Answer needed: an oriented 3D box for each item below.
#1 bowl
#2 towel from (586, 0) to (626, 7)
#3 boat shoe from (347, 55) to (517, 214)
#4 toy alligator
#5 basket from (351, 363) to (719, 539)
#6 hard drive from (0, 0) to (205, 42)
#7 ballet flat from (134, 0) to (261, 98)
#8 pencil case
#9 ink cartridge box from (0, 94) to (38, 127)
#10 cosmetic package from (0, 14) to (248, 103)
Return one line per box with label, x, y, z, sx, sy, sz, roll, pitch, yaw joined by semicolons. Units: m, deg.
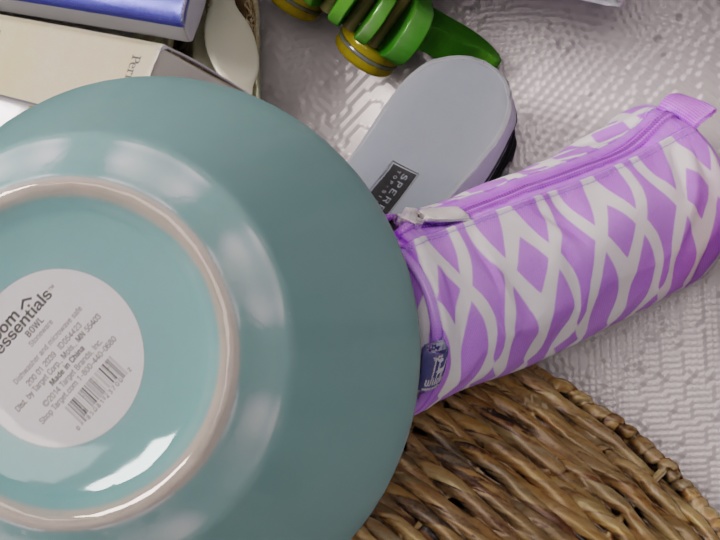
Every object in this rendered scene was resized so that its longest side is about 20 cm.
bowl;-0.085;0.028;0.758;0.200;0.105;0.202;0;88;9
towel;0.050;-0.216;0.933;0.171;0.048;0.201;8;80;5
boat shoe;-0.002;-0.002;0.946;0.073;0.068;0.200;28;72;23
toy alligator;-0.025;-0.143;0.973;0.200;0.054;0.059;38;114;0
basket;0.051;0.137;0.910;0.200;0.149;0.143;39;51;16
hard drive;-0.152;-0.176;0.962;0.199;0.025;0.132;10;69;12
ballet flat;-0.068;-0.046;0.965;0.067;0.062;0.201;3;72;-32
pencil case;0.064;-0.009;0.883;0.084;0.200;0.086;23;121;38
ink cartridge box;-0.138;0.036;0.845;0.109;0.050;0.201;14;90;12
cosmetic package;-0.157;-0.054;0.950;0.200;0.071;0.106;11;82;31
